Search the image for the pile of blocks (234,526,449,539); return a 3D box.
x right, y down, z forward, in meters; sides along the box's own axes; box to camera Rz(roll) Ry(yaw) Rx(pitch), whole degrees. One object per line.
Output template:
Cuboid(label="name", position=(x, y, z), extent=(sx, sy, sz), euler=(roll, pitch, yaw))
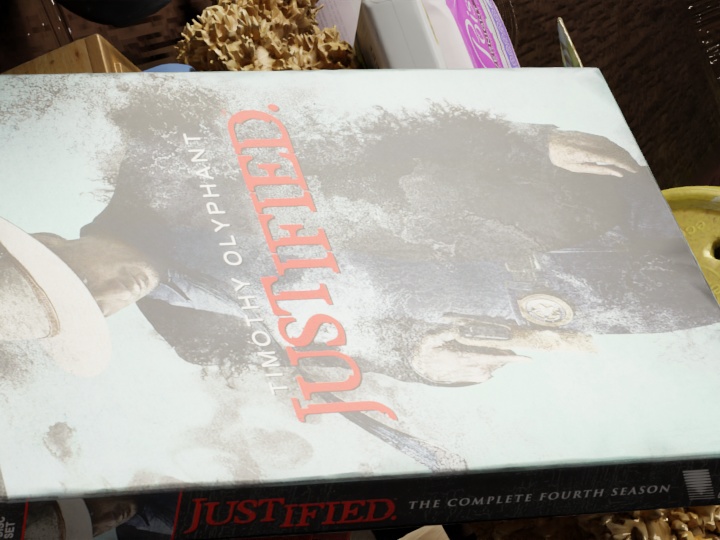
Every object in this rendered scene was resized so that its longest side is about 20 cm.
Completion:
Cuboid(label="pile of blocks", position=(-0.016, 0.090, 0.688), extent=(0.200, 0.062, 0.082), euler=(17, 51, -53))

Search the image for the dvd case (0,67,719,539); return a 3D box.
Cuboid(label="dvd case", position=(-0.012, 0.004, 0.671), extent=(0.146, 0.200, 0.022), euler=(-110, -155, -44))

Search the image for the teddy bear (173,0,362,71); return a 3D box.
Cuboid(label="teddy bear", position=(-0.021, -0.039, 1.000), extent=(0.145, 0.067, 0.200), euler=(64, 4, -64))

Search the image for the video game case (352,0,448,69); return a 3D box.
Cuboid(label="video game case", position=(0.041, 0.000, 1.030), extent=(0.182, 0.023, 0.200), euler=(128, -59, -88))

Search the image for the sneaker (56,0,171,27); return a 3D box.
Cuboid(label="sneaker", position=(-0.115, -0.159, 0.809), extent=(0.200, 0.076, 0.091), euler=(61, 23, 0))

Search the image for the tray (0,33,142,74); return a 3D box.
Cuboid(label="tray", position=(-0.047, 0.040, 0.810), extent=(0.099, 0.037, 0.200), euler=(41, 29, -63))

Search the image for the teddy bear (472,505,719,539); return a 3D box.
Cuboid(label="teddy bear", position=(0.112, 0.055, 0.766), extent=(0.200, 0.067, 0.145), euler=(25, 30, -28))

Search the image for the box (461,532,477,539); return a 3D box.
Cuboid(label="box", position=(0.104, 0.197, 1.006), extent=(0.160, 0.044, 0.200), euler=(60, -3, -32))

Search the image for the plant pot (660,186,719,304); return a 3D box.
Cuboid(label="plant pot", position=(0.142, 0.044, 1.151), extent=(0.142, 0.200, 0.200), euler=(59, 15, -56))

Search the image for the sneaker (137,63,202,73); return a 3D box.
Cuboid(label="sneaker", position=(0.000, 0.000, 0.809), extent=(0.200, 0.078, 0.070), euler=(53, 20, -48))

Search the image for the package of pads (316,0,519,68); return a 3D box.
Cuboid(label="package of pads", position=(0.025, -0.081, 1.189), extent=(0.121, 0.076, 0.200), euler=(-1, 69, -77))

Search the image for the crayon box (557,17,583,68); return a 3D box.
Cuboid(label="crayon box", position=(0.089, 0.025, 1.018), extent=(0.126, 0.052, 0.200), euler=(74, -3, -57))
